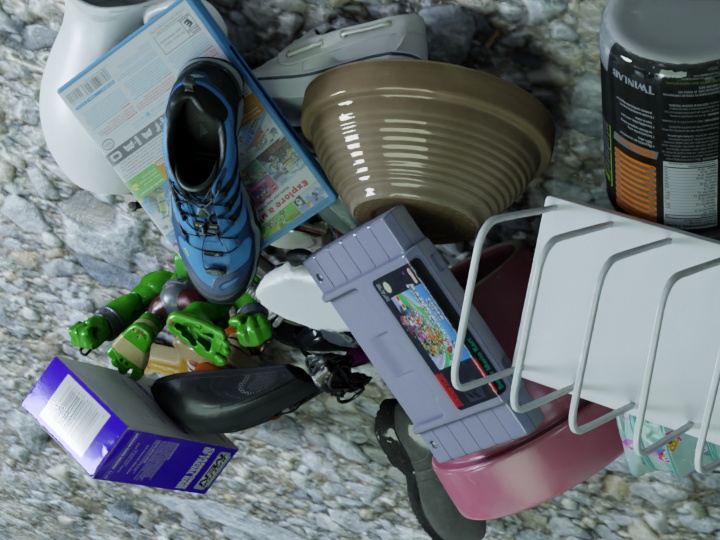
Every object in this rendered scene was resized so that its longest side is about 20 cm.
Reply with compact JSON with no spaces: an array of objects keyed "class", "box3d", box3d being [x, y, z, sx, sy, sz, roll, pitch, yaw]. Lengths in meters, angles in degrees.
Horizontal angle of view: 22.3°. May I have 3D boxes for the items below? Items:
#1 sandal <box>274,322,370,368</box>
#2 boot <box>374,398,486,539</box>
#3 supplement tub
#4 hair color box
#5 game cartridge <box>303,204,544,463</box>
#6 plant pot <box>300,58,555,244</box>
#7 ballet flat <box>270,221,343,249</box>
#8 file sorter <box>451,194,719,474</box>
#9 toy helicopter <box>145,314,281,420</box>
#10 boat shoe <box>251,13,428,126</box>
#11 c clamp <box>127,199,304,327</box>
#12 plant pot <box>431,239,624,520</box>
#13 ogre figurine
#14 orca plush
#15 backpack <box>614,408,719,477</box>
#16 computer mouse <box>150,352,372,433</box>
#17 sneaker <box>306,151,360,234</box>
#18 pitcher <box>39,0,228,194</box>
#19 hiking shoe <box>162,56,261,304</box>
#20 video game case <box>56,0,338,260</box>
[{"class":"sandal","box3d":[-0.007,0.062,1.694,0.200,0.048,0.075,5,134,28]},{"class":"boot","box3d":[0.109,0.195,1.751,0.131,0.070,0.200,-9,131,32]},{"class":"supplement tub","box3d":[0.235,-0.106,1.311,0.122,0.123,0.200,12,138,21]},{"class":"hair color box","box3d":[-0.212,0.147,1.700,0.109,0.065,0.200,40,-170,27]},{"class":"game cartridge","box3d":[0.047,0.053,1.413,0.200,0.038,0.130,56,149,-5]},{"class":"plant pot","box3d":[0.047,-0.080,1.416,0.200,0.093,0.201,9,161,3]},{"class":"ballet flat","box3d":[-0.088,-0.058,1.601,0.200,0.071,0.069,16,144,18]},{"class":"file sorter","box3d":[0.182,0.044,1.261,0.200,0.124,0.139,18,106,28]},{"class":"toy helicopter","box3d":[-0.160,0.103,1.833,0.200,0.079,0.132,11,147,38]},{"class":"boat shoe","box3d":[-0.029,-0.163,1.458,0.200,0.066,0.072,-10,158,43]},{"class":"c clamp","box3d":[-0.119,-0.007,1.620,0.200,0.171,0.027,37,100,-7]},{"class":"plant pot","box3d":[0.126,0.082,1.537,0.200,0.200,0.179,-22,103,44]},{"class":"ogre figurine","box3d":[-0.159,0.036,1.697,0.200,0.120,0.098,-23,109,33]},{"class":"orca plush","box3d":[0.000,0.000,1.514,0.105,0.071,0.200,48,146,-15]},{"class":"backpack","box3d":[0.256,0.070,1.408,0.126,0.200,0.167,-18,126,20]},{"class":"computer mouse","box3d":[-0.095,0.118,1.671,0.200,0.053,0.138,-7,167,11]},{"class":"sneaker","box3d":[-0.084,-0.053,1.525,0.200,0.121,0.084,36,169,23]},{"class":"pitcher","box3d":[-0.188,-0.158,1.522,0.171,0.121,0.200,24,131,22]},{"class":"hiking shoe","box3d":[-0.125,-0.062,1.418,0.074,0.087,0.200,-2,110,13]},{"class":"video game case","box3d":[-0.130,-0.103,1.462,0.143,0.018,0.200,-33,100,21]}]
